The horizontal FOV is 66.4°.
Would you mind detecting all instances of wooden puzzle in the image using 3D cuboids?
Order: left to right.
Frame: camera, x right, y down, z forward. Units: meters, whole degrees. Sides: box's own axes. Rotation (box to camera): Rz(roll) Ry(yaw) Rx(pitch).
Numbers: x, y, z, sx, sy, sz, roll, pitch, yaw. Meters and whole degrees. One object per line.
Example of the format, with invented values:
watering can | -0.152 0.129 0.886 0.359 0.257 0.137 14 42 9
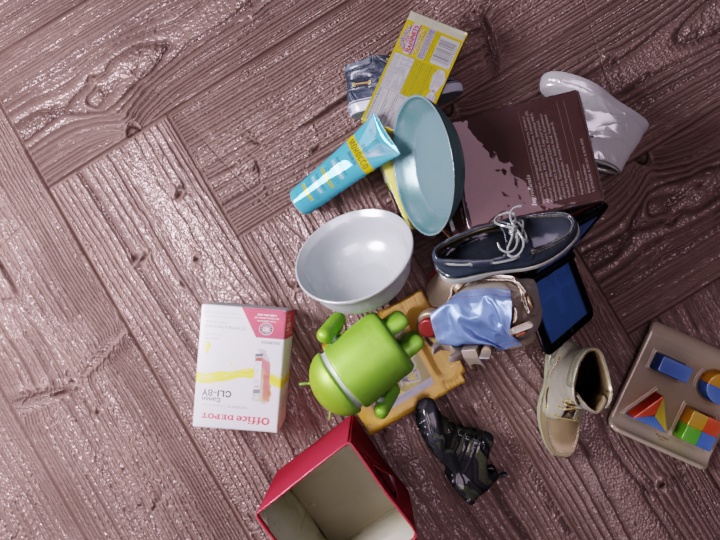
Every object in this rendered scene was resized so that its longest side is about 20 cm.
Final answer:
wooden puzzle | 0.543 0.212 0.927 0.184 0.046 0.202 23 89 2

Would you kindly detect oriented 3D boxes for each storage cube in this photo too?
storage cube | -0.031 0.364 0.869 0.199 0.180 0.171 -37 88 -1

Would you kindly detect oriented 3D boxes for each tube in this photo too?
tube | -0.030 -0.165 0.901 0.199 0.050 0.078 -34 89 27

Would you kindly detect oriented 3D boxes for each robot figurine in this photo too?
robot figurine | 0.004 0.148 0.874 0.199 0.116 0.176 -38 97 -1

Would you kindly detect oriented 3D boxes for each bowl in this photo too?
bowl | 0.000 0.000 0.900 0.199 0.091 0.202 -12 45 12

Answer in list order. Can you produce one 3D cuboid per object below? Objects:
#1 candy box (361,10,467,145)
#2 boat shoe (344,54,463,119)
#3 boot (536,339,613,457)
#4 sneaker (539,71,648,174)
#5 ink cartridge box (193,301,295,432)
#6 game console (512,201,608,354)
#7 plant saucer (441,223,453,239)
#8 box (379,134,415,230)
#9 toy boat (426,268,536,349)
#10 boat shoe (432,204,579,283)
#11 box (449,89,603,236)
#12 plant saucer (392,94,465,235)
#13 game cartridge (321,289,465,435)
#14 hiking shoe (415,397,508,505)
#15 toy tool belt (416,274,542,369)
candy box | 0.088 -0.309 0.887 0.101 0.026 0.201 24 85 8
boat shoe | 0.071 -0.323 0.933 0.198 0.071 0.092 -9 90 2
boot | 0.340 0.213 0.876 0.071 0.155 0.202 4 89 1
sneaker | 0.373 -0.242 0.926 0.199 0.074 0.116 30 86 0
ink cartridge box | -0.193 0.160 0.923 0.144 0.083 0.202 4 89 1
game console | 0.334 0.006 0.851 0.119 0.199 0.173 46 131 21
plant saucer | 0.214 -0.131 0.947 0.198 0.032 0.203 0 88 1
box | 0.063 -0.165 0.930 0.050 0.075 0.202 -21 88 0
toy boat | 0.217 0.035 0.913 0.199 0.131 0.131 36 61 2
boat shoe | 0.194 -0.040 0.745 0.198 0.062 0.076 -13 60 15
box | 0.232 -0.153 0.849 0.198 0.166 0.166 -13 89 1
plant saucer | 0.102 -0.153 0.803 0.036 0.200 0.202 -12 89 -17
game cartridge | 0.060 0.156 0.944 0.199 0.032 0.177 -30 89 2
hiking shoe | 0.167 0.285 0.924 0.100 0.076 0.201 -32 101 -8
toy tool belt | 0.156 0.076 0.788 0.199 0.123 0.126 -15 100 30
